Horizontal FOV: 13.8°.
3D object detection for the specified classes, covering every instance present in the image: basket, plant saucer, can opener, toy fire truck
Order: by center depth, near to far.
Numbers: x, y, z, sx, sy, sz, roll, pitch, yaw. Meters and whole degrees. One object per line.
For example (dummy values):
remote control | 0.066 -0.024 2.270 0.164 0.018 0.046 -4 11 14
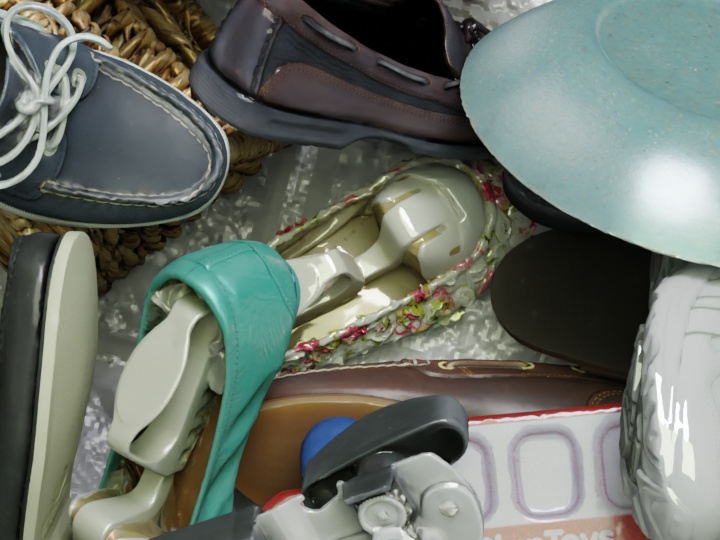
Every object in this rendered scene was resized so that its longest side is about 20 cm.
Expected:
can opener | -0.043 0.111 1.151 0.199 0.067 0.053 -22 120 13
toy fire truck | 0.036 0.140 1.193 0.198 0.112 0.169 -4 81 1
plant saucer | 0.141 -0.071 1.206 0.200 0.039 0.201 10 34 -7
basket | -0.134 -0.104 1.247 0.149 0.143 0.200 -39 81 -12

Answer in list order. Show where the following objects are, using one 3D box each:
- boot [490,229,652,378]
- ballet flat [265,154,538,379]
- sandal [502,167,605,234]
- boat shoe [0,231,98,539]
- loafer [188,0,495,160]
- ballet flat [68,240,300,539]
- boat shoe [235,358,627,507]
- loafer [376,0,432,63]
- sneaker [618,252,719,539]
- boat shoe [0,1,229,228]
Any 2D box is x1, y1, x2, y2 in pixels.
boot | 0.155 0.024 1.270 0.199 0.076 0.074 3 69 8
ballet flat | 0.000 0.000 1.269 0.199 0.064 0.076 -33 78 -12
sandal | 0.140 -0.072 1.298 0.076 0.043 0.200 41 58 19
boat shoe | -0.143 0.074 1.189 0.063 0.074 0.203 14 118 8
loafer | 0.017 -0.088 1.236 0.072 0.199 0.063 42 118 33
ballet flat | -0.083 0.080 1.197 0.067 0.070 0.201 29 109 38
boat shoe | 0.041 0.071 1.256 0.199 0.071 0.071 7 34 -6
loafer | -0.020 -0.183 1.314 0.073 0.071 0.201 -31 79 -12
sneaker | 0.157 0.031 1.162 0.099 0.078 0.201 12 46 5
boat shoe | -0.141 -0.068 1.135 0.199 0.062 0.075 23 82 -12
